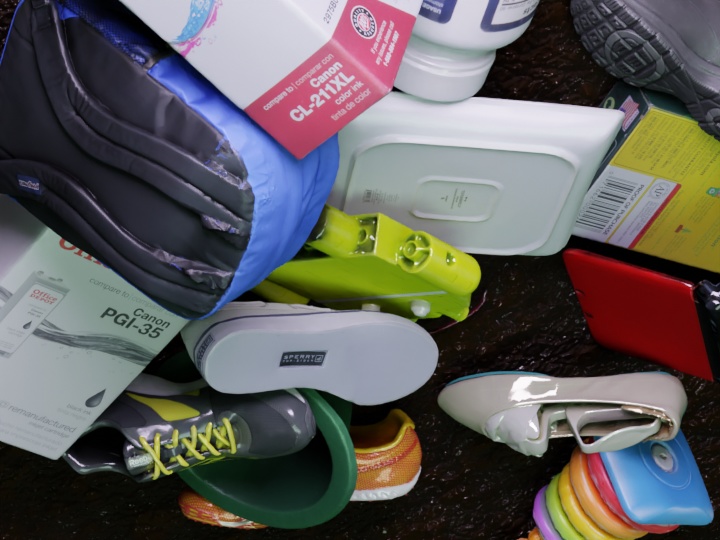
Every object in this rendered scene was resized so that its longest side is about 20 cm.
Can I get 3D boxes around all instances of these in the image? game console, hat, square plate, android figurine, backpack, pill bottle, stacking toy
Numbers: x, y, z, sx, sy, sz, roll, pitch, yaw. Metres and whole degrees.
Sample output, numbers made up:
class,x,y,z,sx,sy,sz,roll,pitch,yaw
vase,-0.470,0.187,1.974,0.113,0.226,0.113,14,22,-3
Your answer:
class,x,y,z,sx,sy,sz,roll,pitch,yaw
game console,0.267,0.008,1.601,0.172,0.119,0.200,-38,154,-3
hat,-0.040,0.086,1.632,0.199,0.176,0.166,24,132,10
square plate,0.065,-0.059,1.444,0.197,0.029,0.200,3,153,-6
android figurine,0.000,0.000,1.491,0.181,0.041,0.200,-4,159,35
backpack,-0.107,-0.086,1.285,0.168,0.200,0.163,-33,154,-42
pill bottle,0.068,-0.209,1.310,0.110,0.111,0.201,1,133,-22
stacking toy,0.192,0.206,1.797,0.116,0.110,0.200,6,143,-42

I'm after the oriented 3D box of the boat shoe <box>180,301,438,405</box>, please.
class,x,y,z,sx,sy,sz,roll,pitch,yaw
boat shoe,-0.038,0.050,1.498,0.199,0.070,0.071,1,119,-32

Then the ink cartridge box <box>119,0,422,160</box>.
class,x,y,z,sx,sy,sz,roll,pitch,yaw
ink cartridge box,-0.065,-0.186,1.200,0.200,0.146,0.083,41,130,-20

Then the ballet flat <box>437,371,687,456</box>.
class,x,y,z,sx,sy,sz,roll,pitch,yaw
ballet flat,0.160,0.115,1.666,0.199,0.070,0.070,-4,137,7

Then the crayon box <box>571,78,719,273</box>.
class,x,y,z,sx,sy,sz,roll,pitch,yaw
crayon box,0.247,-0.068,1.566,0.199,0.051,0.127,14,127,-32

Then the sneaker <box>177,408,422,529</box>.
class,x,y,z,sx,sy,sz,roll,pitch,yaw
sneaker,-0.051,0.153,1.672,0.199,0.073,0.077,-14,115,-13

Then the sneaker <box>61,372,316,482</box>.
class,x,y,z,sx,sy,sz,roll,pitch,yaw
sneaker,-0.128,0.122,1.524,0.199,0.085,0.075,-2,122,23

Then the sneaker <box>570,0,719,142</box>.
class,x,y,z,sx,sy,sz,roll,pitch,yaw
sneaker,0.229,-0.162,1.455,0.200,0.091,0.076,32,160,-22

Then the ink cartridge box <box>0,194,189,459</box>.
class,x,y,z,sx,sy,sz,roll,pitch,yaw
ink cartridge box,-0.214,0.022,1.450,0.146,0.083,0.200,25,120,-37
